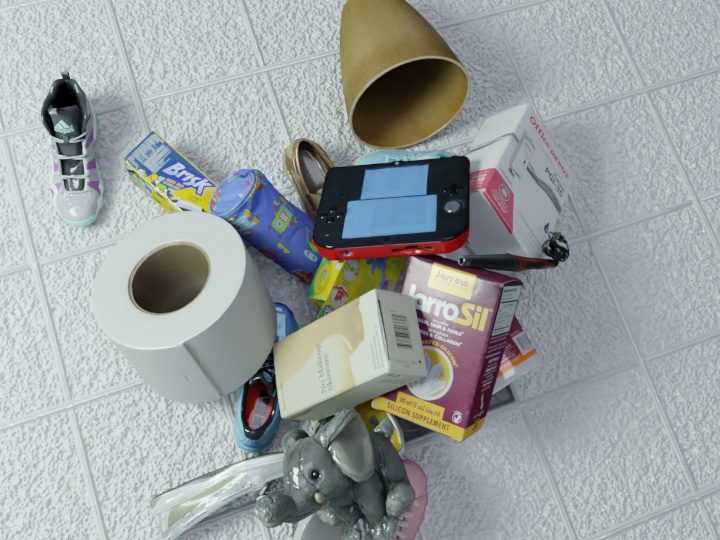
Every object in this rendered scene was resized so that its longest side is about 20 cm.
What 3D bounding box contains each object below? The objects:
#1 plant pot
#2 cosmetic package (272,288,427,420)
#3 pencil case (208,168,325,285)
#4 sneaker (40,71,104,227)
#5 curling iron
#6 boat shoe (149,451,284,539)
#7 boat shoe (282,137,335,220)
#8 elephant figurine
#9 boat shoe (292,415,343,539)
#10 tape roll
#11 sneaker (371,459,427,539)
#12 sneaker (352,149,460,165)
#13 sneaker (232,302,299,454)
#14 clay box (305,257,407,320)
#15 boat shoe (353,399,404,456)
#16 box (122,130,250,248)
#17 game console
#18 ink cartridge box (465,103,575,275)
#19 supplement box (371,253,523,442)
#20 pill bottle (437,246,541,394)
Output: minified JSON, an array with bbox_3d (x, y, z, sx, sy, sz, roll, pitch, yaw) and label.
[{"bbox_3d":[0.044,-0.318,1.244,0.183,0.187,0.202,-12,61,-12],"label":"plant pot"},{"bbox_3d":[-0.018,0.109,1.036,0.070,0.199,0.107,12,58,-43],"label":"cosmetic package"},{"bbox_3d":[-0.108,-0.059,1.125,0.199,0.077,0.088,38,76,-40],"label":"pencil case"},{"bbox_3d":[-0.398,-0.171,1.140,0.076,0.140,0.203,-9,74,-11],"label":"sneaker"},{"bbox_3d":[0.198,-0.020,1.082,0.197,0.025,0.051,-7,101,-35],"label":"curling iron"},{"bbox_3d":[-0.166,0.283,1.073,0.199,0.074,0.066,-20,82,-9],"label":"boat shoe"},{"bbox_3d":[-0.047,-0.100,1.199,0.075,0.072,0.201,-35,89,-16],"label":"boat shoe"},{"bbox_3d":[-0.035,0.227,0.973,0.142,0.155,0.200,-48,125,2],"label":"elephant figurine"},{"bbox_3d":[-0.053,0.288,1.090,0.070,0.063,0.203,28,75,-41],"label":"boat shoe"},{"bbox_3d":[-0.218,0.046,1.064,0.199,0.140,0.205,-7,55,9],"label":"tape roll"},{"bbox_3d":[0.037,0.333,1.068,0.075,0.105,0.202,28,70,3],"label":"sneaker"},{"bbox_3d":[0.087,-0.152,1.235,0.196,0.082,0.075,2,72,-7],"label":"sneaker"},{"bbox_3d":[-0.119,0.138,1.112,0.077,0.090,0.203,10,71,-5],"label":"sneaker"},{"bbox_3d":[0.000,0.000,1.154,0.047,0.115,0.202,12,69,43],"label":"clay box"},{"bbox_3d":[-0.006,0.167,1.121,0.074,0.086,0.204,-30,80,-16],"label":"boat shoe"},{"bbox_3d":[-0.236,-0.100,1.179,0.199,0.070,0.064,41,73,5],"label":"box"},{"bbox_3d":[0.042,-0.085,1.075,0.196,0.031,0.179,-3,46,11],"label":"game console"},{"bbox_3d":[0.212,-0.115,1.185,0.147,0.082,0.201,50,50,-23],"label":"ink cartridge box"},{"bbox_3d":[0.110,0.093,1.061,0.129,0.103,0.204,16,97,23],"label":"supplement box"},{"bbox_3d":[0.151,0.069,1.160,0.113,0.114,0.202,-28,78,-15],"label":"pill bottle"}]
